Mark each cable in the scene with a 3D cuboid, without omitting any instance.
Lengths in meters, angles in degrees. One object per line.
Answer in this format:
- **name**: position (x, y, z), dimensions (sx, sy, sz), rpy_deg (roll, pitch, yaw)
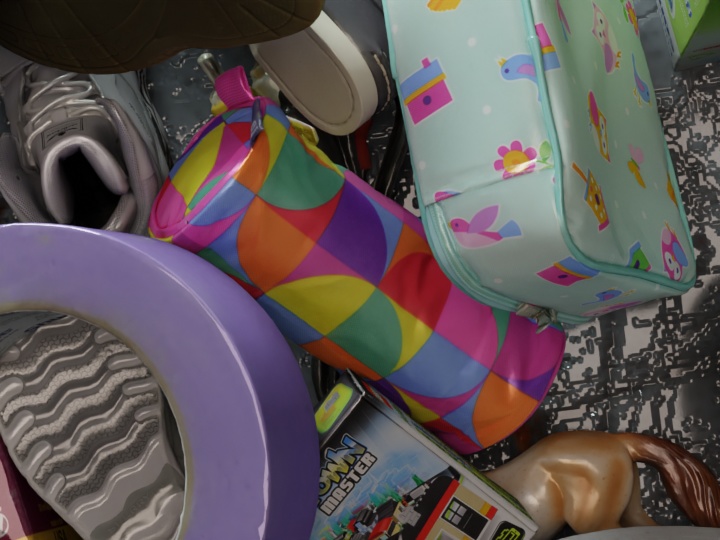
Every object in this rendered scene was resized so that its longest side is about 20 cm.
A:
- **cable**: position (-0.006, -0.026, 0.971), dimensions (0.097, 0.050, 0.201), rpy_deg (-19, 98, -14)

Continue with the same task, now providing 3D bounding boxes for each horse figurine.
- **horse figurine**: position (0.086, 0.128, 0.941), dimensions (0.199, 0.050, 0.133), rpy_deg (-21, 91, 5)

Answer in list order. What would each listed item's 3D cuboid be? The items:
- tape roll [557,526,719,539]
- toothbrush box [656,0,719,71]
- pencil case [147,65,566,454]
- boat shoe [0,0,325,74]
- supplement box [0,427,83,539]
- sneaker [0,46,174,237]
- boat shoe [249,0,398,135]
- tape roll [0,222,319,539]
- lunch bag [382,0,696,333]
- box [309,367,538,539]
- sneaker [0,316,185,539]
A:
- **tape roll**: position (0.133, 0.175, 0.819), dimensions (0.199, 0.200, 0.067), rpy_deg (-2, 108, 4)
- **toothbrush box**: position (0.204, -0.158, 0.873), dimensions (0.145, 0.200, 0.087), rpy_deg (-14, 87, 2)
- **pencil case**: position (0.000, 0.000, 0.902), dimensions (0.200, 0.088, 0.089), rpy_deg (39, 90, -22)
- **boat shoe**: position (-0.088, -0.133, 0.859), dimensions (0.200, 0.072, 0.066), rpy_deg (0, 45, 37)
- **supplement box**: position (-0.224, 0.064, 0.938), dimensions (0.130, 0.103, 0.201), rpy_deg (-20, 85, 4)
- **sneaker**: position (-0.136, -0.082, 0.934), dimensions (0.075, 0.115, 0.201), rpy_deg (-22, 85, 2)
- **boat shoe**: position (-0.043, -0.156, 0.903), dimensions (0.063, 0.073, 0.201), rpy_deg (-35, 88, -32)
- **tape roll**: position (-0.121, 0.082, 0.822), dimensions (0.198, 0.085, 0.202), rpy_deg (-1, 88, 12)
- **lunch bag**: position (0.080, -0.072, 0.891), dimensions (0.077, 0.160, 0.201), rpy_deg (-17, 74, 26)
- **box**: position (-0.026, 0.155, 0.888), dimensions (0.110, 0.035, 0.200), rpy_deg (38, 94, -20)
- **sneaker**: position (-0.115, 0.088, 0.923), dimensions (0.074, 0.082, 0.201), rpy_deg (-26, 100, -7)
